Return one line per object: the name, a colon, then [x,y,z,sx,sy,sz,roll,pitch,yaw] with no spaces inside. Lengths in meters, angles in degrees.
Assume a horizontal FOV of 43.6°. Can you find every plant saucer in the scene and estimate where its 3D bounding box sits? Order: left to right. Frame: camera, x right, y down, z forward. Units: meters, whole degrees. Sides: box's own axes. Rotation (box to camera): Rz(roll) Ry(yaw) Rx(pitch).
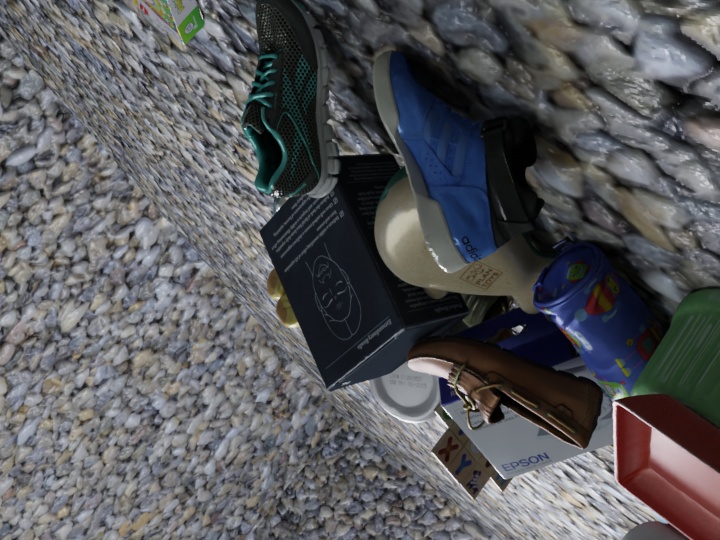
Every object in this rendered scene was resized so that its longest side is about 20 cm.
plant saucer: [0.283,0.179,0.676,0.199,0.037,0.200,37,166,31]

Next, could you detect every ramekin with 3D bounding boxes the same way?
ramekin: [0.310,0.119,0.708,0.199,0.098,0.200,41,167,11]

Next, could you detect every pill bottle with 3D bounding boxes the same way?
pill bottle: [0.100,0.107,1.111,0.108,0.110,0.199,38,-154,19]

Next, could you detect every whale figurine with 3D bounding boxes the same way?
whale figurine: [0.109,-0.036,0.861,0.197,0.105,0.160,25,133,-14]

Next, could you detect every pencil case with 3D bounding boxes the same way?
pencil case: [0.232,0.065,0.819,0.200,0.078,0.086,48,154,-20]

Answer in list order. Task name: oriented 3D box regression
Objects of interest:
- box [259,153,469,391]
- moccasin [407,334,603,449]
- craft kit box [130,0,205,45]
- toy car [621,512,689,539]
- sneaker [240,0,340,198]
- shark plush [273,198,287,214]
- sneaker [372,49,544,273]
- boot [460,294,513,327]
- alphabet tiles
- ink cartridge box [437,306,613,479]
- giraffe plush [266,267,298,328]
box: [0.000,0.000,0.970,0.148,0.106,0.203,-40,67,42]
moccasin: [0.135,0.121,0.888,0.198,0.079,0.074,20,164,18]
craft kit box: [-0.276,-0.380,1.030,0.199,0.049,0.198,40,164,13]
toy car: [0.351,0.317,0.992,0.177,0.200,0.183,49,166,-30]
sneaker: [-0.077,-0.163,0.866,0.077,0.090,0.204,0,106,46]
shark plush: [-0.102,-0.145,1.214,0.200,0.089,0.085,59,-170,-64]
sneaker: [0.085,-0.110,0.743,0.077,0.110,0.203,27,-138,-60]
boot: [0.104,0.017,1.066,0.154,0.072,0.201,43,164,15]
alphabet tiles: [0.167,0.162,1.056,0.006,0.201,0.167,18,153,54]
ink cartridge box: [0.190,0.127,0.958,0.201,0.197,0.041,49,-150,-28]
giraffe plush: [-0.029,0.027,1.414,0.196,0.176,0.162,-1,159,23]
